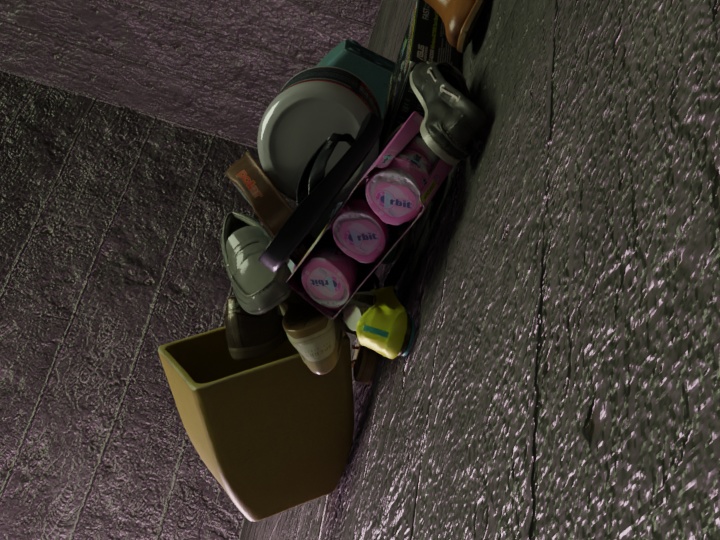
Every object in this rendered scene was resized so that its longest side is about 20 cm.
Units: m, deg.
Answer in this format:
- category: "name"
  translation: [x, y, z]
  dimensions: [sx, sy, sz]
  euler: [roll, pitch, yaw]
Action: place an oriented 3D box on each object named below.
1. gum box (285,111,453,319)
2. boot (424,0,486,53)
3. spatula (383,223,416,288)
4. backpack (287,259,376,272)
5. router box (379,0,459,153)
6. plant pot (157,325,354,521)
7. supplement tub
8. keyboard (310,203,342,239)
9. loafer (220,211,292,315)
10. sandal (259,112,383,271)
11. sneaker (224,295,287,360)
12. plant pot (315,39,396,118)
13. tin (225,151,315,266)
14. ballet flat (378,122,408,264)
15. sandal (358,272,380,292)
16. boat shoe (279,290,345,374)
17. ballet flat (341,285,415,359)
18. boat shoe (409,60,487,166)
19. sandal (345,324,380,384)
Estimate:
- category: "gum box"
  translation: [0.015, -0.056, 0.968]
  dimensions: [0.200, 0.066, 0.114]
  euler: [-50, 4, 41]
- category: "boot"
  translation: [0.067, -0.333, 1.088]
  dimensions: [0.077, 0.153, 0.202]
  euler: [115, 169, -52]
- category: "spatula"
  translation: [0.055, -0.041, 1.085]
  dimensions: [0.057, 0.020, 0.202]
  euler: [-63, -7, -48]
- category: "backpack"
  translation: [-0.038, -0.003, 1.348]
  dimensions: [0.200, 0.125, 0.169]
  euler: [-80, 7, -70]
- category: "router box"
  translation: [0.075, -0.239, 1.218]
  dimensions: [0.201, 0.061, 0.151]
  euler: [-81, 8, -49]
- category: "plant pot"
  translation: [-0.117, 0.182, 1.183]
  dimensions: [0.195, 0.192, 0.203]
  euler: [23, 126, 63]
- category: "supplement tub"
  translation: [-0.044, -0.167, 1.158]
  dimensions: [0.200, 0.138, 0.142]
  euler: [-83, 10, -71]
- category: "keyboard"
  translation: [-0.005, -0.076, 1.281]
  dimensions: [0.201, 0.125, 0.021]
  euler: [-73, -26, -48]
- category: "loafer"
  translation: [-0.122, -0.011, 1.065]
  dimensions: [0.069, 0.070, 0.200]
  euler: [-33, 25, -4]
- category: "sandal"
  translation: [-0.039, -0.088, 0.929]
  dimensions: [0.201, 0.043, 0.076]
  euler: [-54, 3, -30]
- category: "sneaker"
  translation: [-0.103, 0.038, 1.161]
  dimensions: [0.200, 0.069, 0.077]
  euler: [-49, -48, -67]
- category: "plant pot"
  translation: [-0.013, -0.241, 1.510]
  dimensions: [0.196, 0.194, 0.202]
  euler: [-90, 25, -70]
- category: "tin"
  translation: [-0.092, -0.060, 1.078]
  dimensions: [0.042, 0.113, 0.200]
  euler: [-34, -21, -1]
- category: "ballet flat"
  translation: [0.046, -0.100, 1.145]
  dimensions: [0.063, 0.067, 0.202]
  euler: [-60, -8, -55]
- category: "sandal"
  translation: [0.000, -0.001, 1.149]
  dimensions: [0.200, 0.042, 0.077]
  euler: [23, -133, -76]
- category: "boat shoe"
  translation: [-0.050, 0.056, 1.089]
  dimensions: [0.200, 0.071, 0.066]
  euler: [-100, -10, -73]
- category: "ballet flat"
  translation: [0.013, 0.049, 1.030]
  dimensions: [0.200, 0.066, 0.068]
  euler: [-126, 48, -83]
- category: "boat shoe"
  translation: [0.090, -0.166, 0.941]
  dimensions: [0.057, 0.067, 0.201]
  euler: [-43, 23, 22]
- category: "sandal"
  translation: [-0.020, 0.093, 1.222]
  dimensions: [0.212, 0.069, 0.079]
  euler: [-135, 61, -84]
